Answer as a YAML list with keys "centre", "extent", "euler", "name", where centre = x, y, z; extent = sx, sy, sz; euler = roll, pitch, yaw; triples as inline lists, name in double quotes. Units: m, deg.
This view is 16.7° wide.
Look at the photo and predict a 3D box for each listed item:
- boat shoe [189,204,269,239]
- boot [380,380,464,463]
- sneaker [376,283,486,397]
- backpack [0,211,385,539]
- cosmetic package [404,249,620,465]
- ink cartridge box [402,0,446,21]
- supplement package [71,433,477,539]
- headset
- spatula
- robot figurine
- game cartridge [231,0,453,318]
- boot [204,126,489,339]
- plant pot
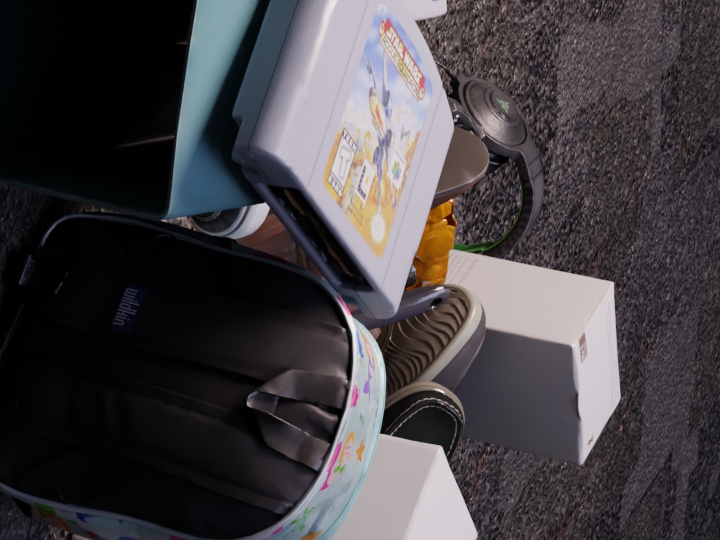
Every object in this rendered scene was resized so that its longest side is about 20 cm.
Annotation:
- centre: [-0.096, -0.113, 1.413]
  extent: [0.071, 0.072, 0.201]
  euler: [-22, 111, -54]
  name: "boat shoe"
- centre: [0.012, 0.183, 1.568]
  extent: [0.204, 0.073, 0.154]
  euler: [-53, -157, 12]
  name: "boot"
- centre: [0.034, 0.096, 1.686]
  extent: [0.106, 0.075, 0.200]
  euler: [27, 115, -40]
  name: "sneaker"
- centre: [-0.088, 0.074, 1.329]
  extent: [0.151, 0.200, 0.178]
  euler: [51, 53, -63]
  name: "backpack"
- centre: [0.077, 0.053, 1.729]
  extent: [0.081, 0.200, 0.113]
  euler: [-55, 149, -44]
  name: "cosmetic package"
- centre: [-0.007, -0.247, 1.521]
  extent: [0.200, 0.041, 0.200]
  euler: [-25, 109, -64]
  name: "ink cartridge box"
- centre: [-0.049, 0.160, 1.470]
  extent: [0.117, 0.200, 0.117]
  euler: [68, 40, -54]
  name: "supplement package"
- centre: [0.063, -0.104, 1.736]
  extent: [0.094, 0.123, 0.200]
  euler: [-43, 119, -57]
  name: "headset"
- centre: [-0.037, 0.036, 1.515]
  extent: [0.057, 0.199, 0.021]
  euler: [99, -25, -51]
  name: "spatula"
- centre: [0.008, -0.043, 1.609]
  extent: [0.145, 0.058, 0.200]
  euler: [-21, 146, -17]
  name: "robot figurine"
- centre: [-0.004, -0.074, 1.266]
  extent: [0.133, 0.041, 0.200]
  euler: [-69, 154, -18]
  name: "game cartridge"
- centre: [0.000, 0.000, 1.551]
  extent: [0.200, 0.186, 0.064]
  euler: [75, 4, -52]
  name: "boot"
- centre: [-0.090, -0.109, 1.273]
  extent: [0.200, 0.141, 0.142]
  euler: [-4, 105, -60]
  name: "plant pot"
